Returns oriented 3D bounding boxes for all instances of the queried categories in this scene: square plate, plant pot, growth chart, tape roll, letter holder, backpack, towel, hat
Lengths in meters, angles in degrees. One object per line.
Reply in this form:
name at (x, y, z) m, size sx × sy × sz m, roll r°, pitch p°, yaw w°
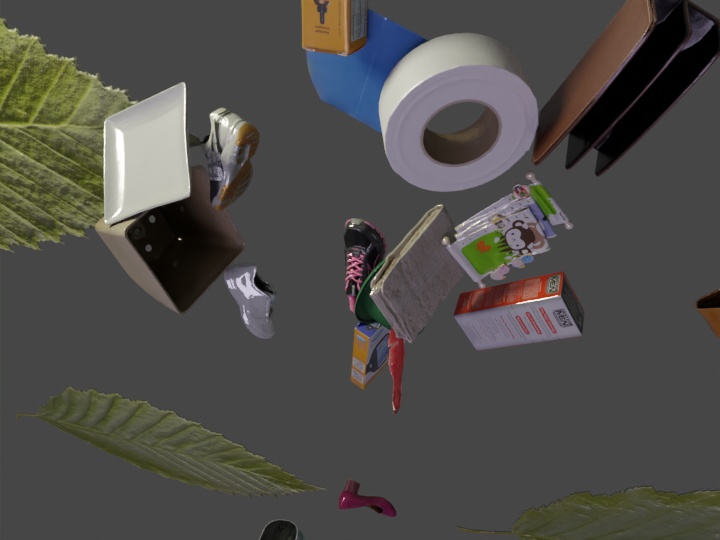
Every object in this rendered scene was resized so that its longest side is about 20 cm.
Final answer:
square plate at (-0.356, -0.192, 0.976) m, size 0.196 × 0.202 × 0.028 m, roll -13°, pitch 165°, yaw 27°
plant pot at (-0.378, -0.067, 1.105) m, size 0.176 × 0.200 × 0.201 m, roll 9°, pitch 137°, yaw 35°
growth chart at (0.231, -0.055, 0.914) m, size 0.144 × 0.018 × 0.200 m, roll 37°, pitch 126°, yaw -23°
tape roll at (0.125, -0.198, 0.754) m, size 0.200 × 0.071 × 0.203 m, roll -4°, pitch 141°, yaw -3°
letter holder at (0.300, -0.200, 0.668) m, size 0.100 × 0.143 × 0.200 m, roll 29°, pitch 138°, yaw -4°
backpack at (-0.302, 1.050, 2.173) m, size 0.176 × 0.201 × 0.151 m, roll -5°, pitch 135°, yaw 25°
towel at (0.100, 0.006, 0.941) m, size 0.034 × 0.200 × 0.133 m, roll 13°, pitch 144°, yaw 49°
hat at (0.099, 0.090, 0.981) m, size 0.176 × 0.165 × 0.201 m, roll 49°, pitch 132°, yaw 33°

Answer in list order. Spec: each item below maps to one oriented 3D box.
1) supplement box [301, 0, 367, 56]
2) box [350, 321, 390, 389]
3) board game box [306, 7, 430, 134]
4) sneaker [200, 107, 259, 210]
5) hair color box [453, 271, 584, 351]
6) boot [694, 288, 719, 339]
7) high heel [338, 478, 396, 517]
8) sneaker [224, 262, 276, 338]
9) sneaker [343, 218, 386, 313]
supplement box at (-0.029, -0.367, 0.686) m, size 0.066 × 0.069 × 0.202 m, roll 15°, pitch 123°, yaw 18°
box at (0.035, 0.136, 1.148) m, size 0.041 × 0.119 × 0.201 m, roll 33°, pitch 143°, yaw 22°
board game box at (0.020, -0.282, 0.801) m, size 0.199 × 0.039 × 0.159 m, roll 30°, pitch 139°, yaw 6°
sneaker at (-0.235, -0.193, 1.001) m, size 0.087 × 0.076 × 0.201 m, roll 39°, pitch 135°, yaw 8°
hair color box at (0.276, 0.076, 1.017) m, size 0.199 × 0.061 × 0.102 m, roll -14°, pitch 125°, yaw 37°
boot at (0.612, 0.065, 0.835) m, size 0.144 × 0.071 × 0.200 m, roll 41°, pitch 141°, yaw -21°
high heel at (0.020, 0.729, 1.769) m, size 0.199 × 0.097 × 0.067 m, roll 34°, pitch 138°, yaw -9°
sneaker at (-0.213, 0.068, 1.245) m, size 0.088 × 0.076 × 0.201 m, roll -10°, pitch 127°, yaw 18°
sneaker at (0.000, 0.000, 1.051) m, size 0.078 × 0.096 × 0.201 m, roll 10°, pitch 135°, yaw 20°
